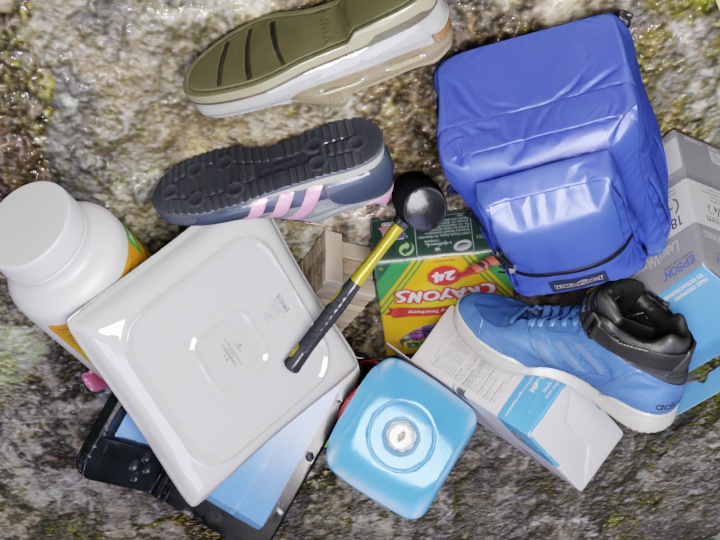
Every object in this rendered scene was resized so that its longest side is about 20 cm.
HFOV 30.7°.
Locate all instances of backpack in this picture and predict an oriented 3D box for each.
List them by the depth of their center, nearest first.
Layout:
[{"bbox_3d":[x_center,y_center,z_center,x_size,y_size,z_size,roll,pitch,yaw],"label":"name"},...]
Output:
[{"bbox_3d":[0.149,-0.065,0.995,0.160,0.170,0.200,-8,151,19],"label":"backpack"}]

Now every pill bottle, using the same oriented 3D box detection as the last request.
[{"bbox_3d":[-0.230,0.012,1.120,0.110,0.112,0.200,-14,146,16],"label":"pill bottle"}]

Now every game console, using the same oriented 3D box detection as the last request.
[{"bbox_3d":[-0.120,0.126,1.143,0.116,0.202,0.176,29,179,31],"label":"game console"}]

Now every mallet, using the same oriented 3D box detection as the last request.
[{"bbox_3d":[0.000,0.000,1.102,0.041,0.066,0.200,35,106,-16],"label":"mallet"}]

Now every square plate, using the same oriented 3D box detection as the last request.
[{"bbox_3d":[-0.114,0.064,1.101,0.028,0.198,0.201,14,138,60],"label":"square plate"}]

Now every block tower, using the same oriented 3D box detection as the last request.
[{"bbox_3d":[-0.052,0.042,1.239,0.057,0.055,0.200,12,145,-23],"label":"block tower"}]

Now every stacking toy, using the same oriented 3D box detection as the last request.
[{"bbox_3d":[0.025,0.153,1.218,0.109,0.117,0.200,33,171,-1],"label":"stacking toy"}]

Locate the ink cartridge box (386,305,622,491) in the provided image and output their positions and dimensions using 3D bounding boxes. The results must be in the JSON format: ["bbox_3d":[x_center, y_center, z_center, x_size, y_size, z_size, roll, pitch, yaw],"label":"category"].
[{"bbox_3d":[0.126,0.105,1.182,0.068,0.199,0.116,-52,133,-8],"label":"ink cartridge box"}]

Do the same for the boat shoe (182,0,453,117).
[{"bbox_3d":[-0.029,-0.147,0.931,0.198,0.075,0.069,-17,140,18],"label":"boat shoe"}]

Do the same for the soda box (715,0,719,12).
[{"bbox_3d":[0.281,-0.192,0.904,0.067,0.065,0.200,-17,144,20],"label":"soda box"}]

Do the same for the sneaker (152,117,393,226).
[{"bbox_3d":[-0.068,-0.059,1.065,0.197,0.071,0.082,-10,143,12],"label":"sneaker"}]

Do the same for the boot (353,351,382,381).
[{"bbox_3d":[0.038,0.119,1.310,0.197,0.073,0.144,4,167,-16],"label":"boot"}]

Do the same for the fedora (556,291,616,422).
[{"bbox_3d":[0.227,0.062,1.233,0.090,0.178,0.200,34,147,-4],"label":"fedora"}]

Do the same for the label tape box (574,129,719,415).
[{"bbox_3d":[0.248,0.008,1.081,0.063,0.202,0.144,17,142,-29],"label":"label tape box"}]

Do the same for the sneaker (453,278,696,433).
[{"bbox_3d":[0.171,0.040,1.043,0.198,0.077,0.112,28,132,21],"label":"sneaker"}]

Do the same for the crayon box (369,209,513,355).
[{"bbox_3d":[0.079,0.022,1.224,0.125,0.051,0.201,-6,148,3],"label":"crayon box"}]

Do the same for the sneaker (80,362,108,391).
[{"bbox_3d":[-0.171,0.096,1.229,0.197,0.096,0.080,10,132,9],"label":"sneaker"}]

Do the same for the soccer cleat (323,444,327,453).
[{"bbox_3d":[-0.041,0.172,1.436,0.199,0.068,0.081,24,151,-36],"label":"soccer cleat"}]
